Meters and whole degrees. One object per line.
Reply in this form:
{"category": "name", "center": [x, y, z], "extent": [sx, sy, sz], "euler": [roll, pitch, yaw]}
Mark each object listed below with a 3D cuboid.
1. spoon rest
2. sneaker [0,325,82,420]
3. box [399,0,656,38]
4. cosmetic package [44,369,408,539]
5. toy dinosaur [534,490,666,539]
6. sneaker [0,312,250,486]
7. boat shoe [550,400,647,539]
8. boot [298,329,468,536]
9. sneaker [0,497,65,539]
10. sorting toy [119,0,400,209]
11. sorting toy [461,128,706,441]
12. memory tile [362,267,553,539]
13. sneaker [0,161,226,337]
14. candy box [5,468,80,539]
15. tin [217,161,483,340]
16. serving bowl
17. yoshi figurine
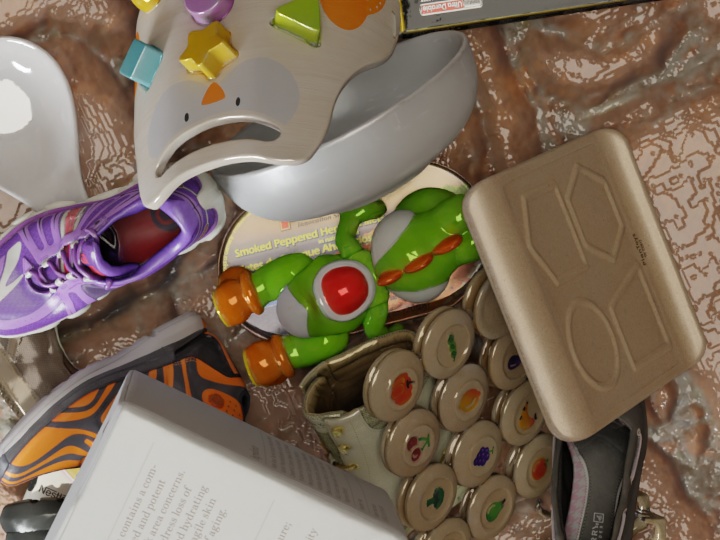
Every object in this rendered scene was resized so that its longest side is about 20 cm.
{"category": "spoon rest", "center": [-0.225, -0.075, 1.696], "extent": [0.099, 0.061, 0.200], "euler": [-35, 92, 1]}
{"category": "sneaker", "center": [-0.258, 0.019, 1.705], "extent": [0.075, 0.070, 0.201], "euler": [-35, 97, -16]}
{"category": "box", "center": [0.114, -0.259, 1.699], "extent": [0.199, 0.049, 0.161], "euler": [-8, 90, 0]}
{"category": "cosmetic package", "center": [-0.096, 0.186, 1.518], "extent": [0.199, 0.166, 0.168], "euler": [26, 93, -5]}
{"category": "toy dinosaur", "center": [0.187, 0.212, 1.720], "extent": [0.199, 0.058, 0.102], "euler": [18, 107, 6]}
{"category": "sneaker", "center": [-0.155, 0.117, 1.653], "extent": [0.200, 0.078, 0.112], "euler": [-32, 80, -30]}
{"category": "boat shoe", "center": [0.167, 0.134, 1.668], "extent": [0.066, 0.057, 0.201], "euler": [3, 65, 7]}
{"category": "boot", "center": [-0.013, 0.142, 1.658], "extent": [0.200, 0.072, 0.155], "euler": [-38, 136, -4]}
{"category": "sneaker", "center": [-0.148, 0.195, 1.637], "extent": [0.199, 0.075, 0.080], "euler": [-2, 79, 7]}
{"category": "sorting toy", "center": [-0.084, -0.122, 1.586], "extent": [0.199, 0.181, 0.107], "euler": [-16, 136, 20]}
{"category": "sorting toy", "center": [0.154, 0.008, 1.658], "extent": [0.036, 0.200, 0.186], "euler": [-20, 92, 39]}
{"category": "memory tile", "center": [0.075, 0.108, 1.648], "extent": [0.153, 0.017, 0.201], "euler": [-38, 129, -29]}
{"category": "sneaker", "center": [-0.188, -0.013, 1.617], "extent": [0.199, 0.083, 0.081], "euler": [-28, 99, 20]}
{"category": "candy box", "center": [-0.199, 0.237, 1.705], "extent": [0.136, 0.061, 0.201], "euler": [23, 91, -2]}
{"category": "tin", "center": [-0.004, -0.014, 1.711], "extent": [0.199, 0.042, 0.113], "euler": [-14, 96, 0]}
{"category": "serving bowl", "center": [-0.002, -0.088, 1.634], "extent": [0.199, 0.200, 0.066], "euler": [-28, 105, 1]}
{"category": "yoshi figurine", "center": [0.005, 0.002, 1.661], "extent": [0.199, 0.112, 0.112], "euler": [-25, 48, 14]}
